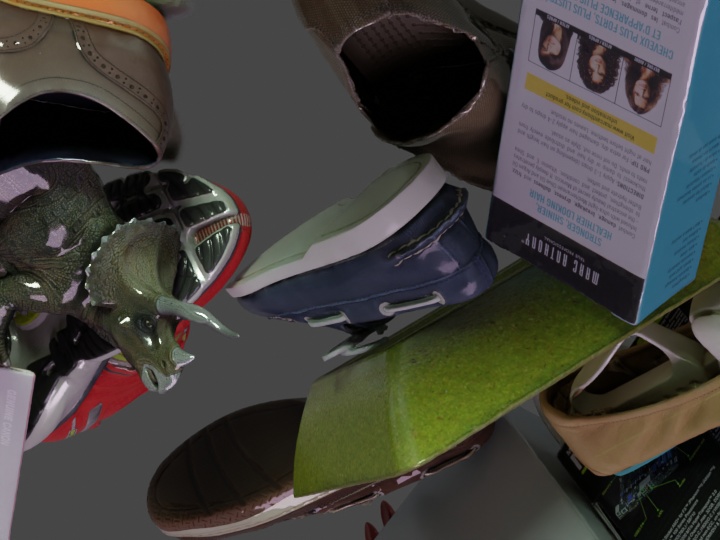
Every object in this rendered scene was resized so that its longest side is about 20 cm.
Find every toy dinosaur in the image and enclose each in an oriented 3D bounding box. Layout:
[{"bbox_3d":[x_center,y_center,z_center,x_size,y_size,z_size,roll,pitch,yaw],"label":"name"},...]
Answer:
[{"bbox_3d":[-0.147,-0.027,0.789,0.102,0.077,0.200,-37,98,20],"label":"toy dinosaur"}]

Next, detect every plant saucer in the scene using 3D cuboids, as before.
[{"bbox_3d":[0.062,0.032,0.857,0.199,0.048,0.200,-30,179,-19],"label":"plant saucer"}]

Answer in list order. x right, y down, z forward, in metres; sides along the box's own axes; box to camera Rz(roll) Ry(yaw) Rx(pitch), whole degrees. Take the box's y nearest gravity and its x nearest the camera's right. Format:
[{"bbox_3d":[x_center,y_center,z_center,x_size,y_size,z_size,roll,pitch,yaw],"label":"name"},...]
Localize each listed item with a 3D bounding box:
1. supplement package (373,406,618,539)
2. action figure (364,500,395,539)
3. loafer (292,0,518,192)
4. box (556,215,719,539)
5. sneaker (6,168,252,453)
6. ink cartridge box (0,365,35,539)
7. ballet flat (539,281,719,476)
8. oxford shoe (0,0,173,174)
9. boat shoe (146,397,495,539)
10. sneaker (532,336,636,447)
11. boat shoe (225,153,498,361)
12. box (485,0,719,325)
[{"bbox_3d":[0.126,0.200,1.035,0.200,0.152,0.151,29,105,-32],"label":"supplement package"},{"bbox_3d":[0.104,0.147,1.124,0.199,0.052,0.065,-4,150,-18],"label":"action figure"},{"bbox_3d":[0.031,-0.079,0.773,0.076,0.068,0.200,-29,141,25],"label":"loafer"},{"bbox_3d":[0.201,0.075,0.873,0.047,0.193,0.200,19,112,-32],"label":"box"},{"bbox_3d":[-0.111,0.017,0.886,0.085,0.077,0.200,-3,151,-47],"label":"sneaker"},{"bbox_3d":[-0.252,0.071,0.901,0.176,0.045,0.200,11,141,-9],"label":"ink cartridge box"},{"bbox_3d":[0.157,0.040,0.840,0.063,0.069,0.200,41,134,-14],"label":"ballet flat"},{"bbox_3d":[-0.168,-0.079,0.716,0.199,0.073,0.071,3,143,-18],"label":"oxford shoe"},{"bbox_3d":[-0.018,0.110,1.011,0.202,0.075,0.075,-23,135,16],"label":"boat shoe"},{"bbox_3d":[0.193,0.094,1.049,0.200,0.146,0.081,28,99,8],"label":"sneaker"},{"bbox_3d":[0.000,0.000,0.819,0.062,0.075,0.200,50,152,-8],"label":"boat shoe"},{"bbox_3d":[0.107,-0.083,0.722,0.049,0.082,0.201,-31,141,-39],"label":"box"}]
